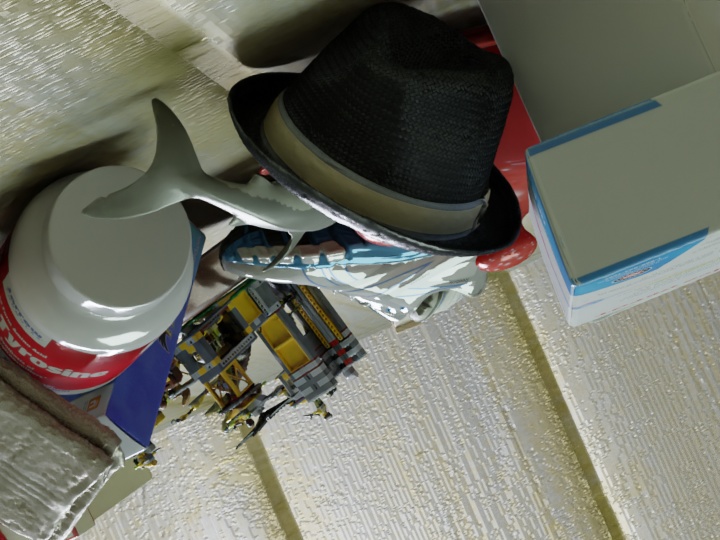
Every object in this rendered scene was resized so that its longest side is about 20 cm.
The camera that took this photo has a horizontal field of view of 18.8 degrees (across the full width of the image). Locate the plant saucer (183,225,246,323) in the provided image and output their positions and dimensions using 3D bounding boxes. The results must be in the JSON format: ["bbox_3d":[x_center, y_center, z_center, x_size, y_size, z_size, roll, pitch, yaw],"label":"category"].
[{"bbox_3d":[-0.101,-0.005,1.644,0.200,0.035,0.200,-37,-176,3],"label":"plant saucer"}]

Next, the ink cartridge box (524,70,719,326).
[{"bbox_3d":[0.172,-0.040,1.234,0.144,0.085,0.200,-21,170,2],"label":"ink cartridge box"}]

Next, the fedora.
[{"bbox_3d":[0.024,-0.091,1.209,0.200,0.200,0.092,-14,136,-59],"label":"fedora"}]

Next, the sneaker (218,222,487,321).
[{"bbox_3d":[0.000,0.000,1.537,0.198,0.087,0.075,-2,-146,-1],"label":"sneaker"}]

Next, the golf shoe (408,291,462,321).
[{"bbox_3d":[0.080,-0.058,1.615,0.097,0.078,0.201,0,122,-59],"label":"golf shoe"}]

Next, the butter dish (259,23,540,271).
[{"bbox_3d":[0.071,-0.070,1.438,0.199,0.149,0.199,-18,171,-43],"label":"butter dish"}]

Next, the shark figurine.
[{"bbox_3d":[-0.051,-0.036,1.255,0.214,0.128,0.090,-22,151,-57],"label":"shark figurine"}]

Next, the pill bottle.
[{"bbox_3d":[-0.166,0.004,1.330,0.112,0.113,0.200,-21,173,-22],"label":"pill bottle"}]

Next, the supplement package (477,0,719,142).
[{"bbox_3d":[0.178,-0.146,1.313,0.119,0.122,0.200,-27,172,30],"label":"supplement package"}]

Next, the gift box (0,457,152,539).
[{"bbox_3d":[-0.294,0.145,1.798,0.199,0.185,0.187,-30,-179,22],"label":"gift box"}]

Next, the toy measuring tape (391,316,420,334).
[{"bbox_3d":[0.015,-0.036,1.672,0.073,0.074,0.201,-23,140,-8],"label":"toy measuring tape"}]

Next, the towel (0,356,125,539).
[{"bbox_3d":[-0.252,0.093,1.396,0.133,0.199,0.035,-49,-172,48],"label":"towel"}]

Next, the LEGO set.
[{"bbox_3d":[-0.087,0.085,1.587,0.153,0.116,0.200,-35,-175,27],"label":"LEGO set"}]

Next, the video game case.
[{"bbox_3d":[-0.203,0.067,1.523,0.181,0.045,0.201,-27,-145,33],"label":"video game case"}]
